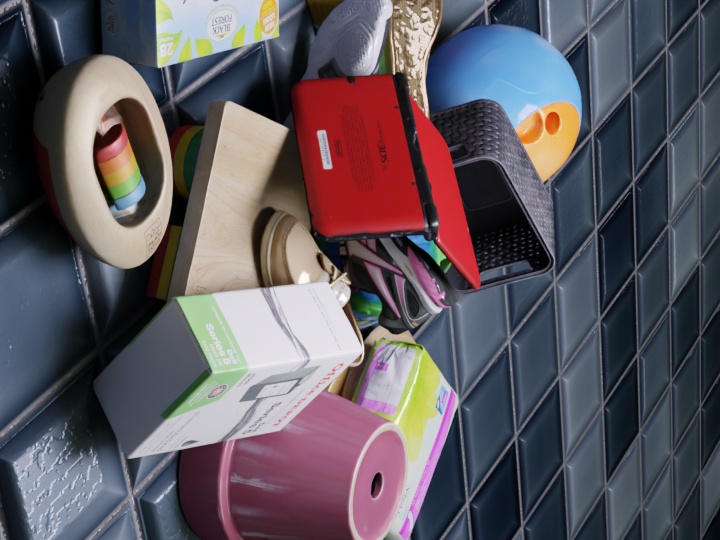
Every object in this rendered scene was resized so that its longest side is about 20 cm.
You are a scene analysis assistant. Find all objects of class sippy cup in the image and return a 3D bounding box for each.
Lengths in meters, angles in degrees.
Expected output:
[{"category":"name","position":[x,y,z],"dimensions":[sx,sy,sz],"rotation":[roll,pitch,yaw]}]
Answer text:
[{"category":"sippy cup","position":[0.000,0.000,1.768],"dimensions":[0.140,0.177,0.130],"rotation":[-69,-170,-26]}]

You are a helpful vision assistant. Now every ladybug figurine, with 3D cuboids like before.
[{"category":"ladybug figurine","position":[-0.219,-0.089,1.401],"dimensions":[0.136,0.072,0.201],"rotation":[-53,142,-42]}]

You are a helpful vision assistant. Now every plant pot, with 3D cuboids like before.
[{"category":"plant pot","position":[-0.057,0.198,1.696],"dimensions":[0.200,0.178,0.201],"rotation":[-28,122,-56]}]

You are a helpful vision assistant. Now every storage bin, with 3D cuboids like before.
[{"category":"storage bin","position":[0.124,-0.079,1.855],"dimensions":[0.094,0.134,0.200],"rotation":[-86,152,-42]}]

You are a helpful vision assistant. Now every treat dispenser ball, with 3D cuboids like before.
[{"category":"treat dispenser ball","position":[0.159,-0.186,1.953],"dimensions":[0.201,0.200,0.202],"rotation":[-31,126,-56]}]

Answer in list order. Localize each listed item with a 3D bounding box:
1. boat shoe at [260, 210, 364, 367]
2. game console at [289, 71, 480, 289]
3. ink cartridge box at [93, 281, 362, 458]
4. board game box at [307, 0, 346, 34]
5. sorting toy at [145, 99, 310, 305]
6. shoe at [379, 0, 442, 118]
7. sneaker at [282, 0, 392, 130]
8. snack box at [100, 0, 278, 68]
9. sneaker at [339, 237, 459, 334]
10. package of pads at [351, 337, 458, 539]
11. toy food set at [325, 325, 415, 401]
[{"category":"boat shoe","position":[-0.040,0.021,1.632],"dimensions":[0.074,0.069,0.201],"rotation":[-61,147,-32]},{"category":"game console","position":[0.024,-0.082,1.632],"dimensions":[0.119,0.171,0.201],"rotation":[95,-12,-51]},{"category":"ink cartridge box","position":[-0.118,0.088,1.525],"dimensions":[0.199,0.084,0.145],"rotation":[-5,149,-48]},{"category":"board game box","position":[0.019,-0.293,1.820],"dimensions":[0.200,0.040,0.154],"rotation":[-58,146,-35]},{"category":"sorting toy","position":[-0.126,-0.046,1.598],"dimensions":[0.200,0.069,0.200],"rotation":[19,82,-62]},{"category":"shoe","position":[0.044,-0.238,1.797],"dimensions":[0.070,0.053,0.202],"rotation":[3,93,-30]},{"category":"sneaker","position":[-0.004,-0.188,1.737],"dimensions":[0.114,0.075,0.201],"rotation":[13,105,-53]},{"category":"snack box","position":[-0.148,-0.277,1.476],"dimensions":[0.200,0.067,0.170],"rotation":[-25,120,-57]},{"category":"sneaker","position":[0.006,-0.022,1.663],"dimensions":[0.086,0.200,0.080],"rotation":[-40,153,12]},{"category":"package of pads","position":[0.035,0.192,1.884],"dimensions":[0.201,0.068,0.155],"rotation":[-69,152,-20]},{"category":"toy food set","position":[0.015,0.158,1.961],"dimensions":[0.200,0.048,0.199],"rotation":[-58,146,-36]}]
